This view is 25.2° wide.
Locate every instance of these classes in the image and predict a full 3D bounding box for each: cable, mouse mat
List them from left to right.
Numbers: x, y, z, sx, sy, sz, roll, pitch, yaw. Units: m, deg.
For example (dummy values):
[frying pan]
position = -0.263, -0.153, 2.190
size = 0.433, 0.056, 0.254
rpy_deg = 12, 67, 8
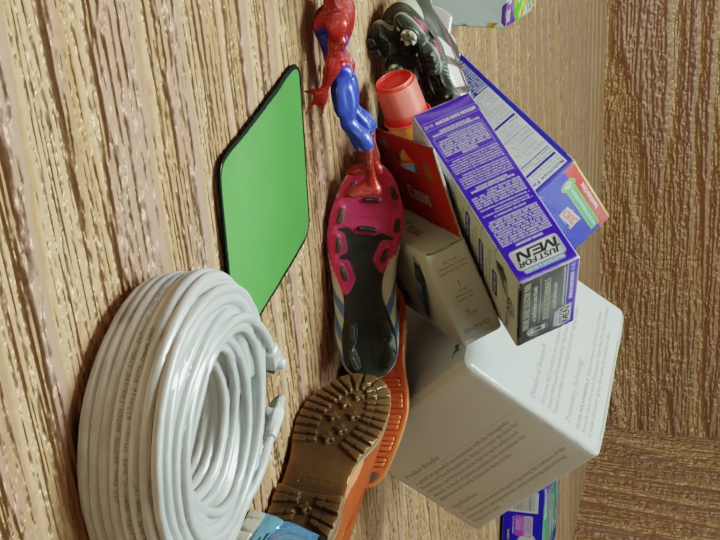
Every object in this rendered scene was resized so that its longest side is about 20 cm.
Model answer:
[cable]
position = -0.113, 0.096, 1.013
size = 0.200, 0.069, 0.200
rpy_deg = 77, 24, -51
[mouse mat]
position = -0.072, -0.053, 1.248
size = 0.200, 0.008, 0.161
rpy_deg = -61, 152, -57

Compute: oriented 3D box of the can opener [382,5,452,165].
[can opener]
position = 0.059, -0.173, 1.635
size = 0.066, 0.053, 0.200
rpy_deg = 44, 53, -74

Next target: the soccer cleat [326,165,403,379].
[soccer cleat]
position = 0.000, 0.000, 1.470
size = 0.086, 0.070, 0.200
rpy_deg = -134, -135, -78

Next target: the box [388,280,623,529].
[box]
position = 0.129, 0.111, 1.624
size = 0.199, 0.171, 0.200
rpy_deg = -41, -158, 43

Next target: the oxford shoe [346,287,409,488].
[oxford shoe]
position = 0.017, 0.114, 1.548
size = 0.073, 0.071, 0.200
rpy_deg = 67, 30, -72

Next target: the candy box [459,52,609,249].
[candy box]
position = 0.158, -0.123, 1.718
size = 0.077, 0.200, 0.169
rpy_deg = -43, 153, 2

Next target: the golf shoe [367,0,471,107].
[golf shoe]
position = 0.081, -0.179, 1.567
size = 0.200, 0.077, 0.088
rpy_deg = 65, 36, -30

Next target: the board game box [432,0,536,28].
[board game box]
position = 0.130, -0.328, 1.753
size = 0.200, 0.105, 0.103
rpy_deg = -44, 138, -68

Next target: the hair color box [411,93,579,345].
[hair color box]
position = 0.117, -0.046, 1.422
size = 0.109, 0.065, 0.200
rpy_deg = 83, -18, -58

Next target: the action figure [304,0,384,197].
[action figure]
position = -0.017, -0.160, 1.345
size = 0.065, 0.052, 0.200
rpy_deg = -73, 158, -57

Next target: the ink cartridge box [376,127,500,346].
[ink cartridge box]
position = 0.051, -0.036, 1.489
size = 0.176, 0.045, 0.200
rpy_deg = 67, -10, -16

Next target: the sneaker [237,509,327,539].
[sneaker]
position = -0.057, 0.287, 1.264
size = 0.078, 0.090, 0.200
rpy_deg = -57, 151, -61

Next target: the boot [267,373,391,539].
[boot]
position = -0.027, 0.186, 1.407
size = 0.107, 0.075, 0.200
rpy_deg = 83, 27, -50

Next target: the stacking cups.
[stacking cups]
position = 0.066, -0.102, 1.553
size = 0.061, 0.060, 0.200
rpy_deg = -66, 143, -52

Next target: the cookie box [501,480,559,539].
[cookie box]
position = 0.294, 0.408, 2.762
size = 0.200, 0.075, 0.171
rpy_deg = -50, 142, -68
